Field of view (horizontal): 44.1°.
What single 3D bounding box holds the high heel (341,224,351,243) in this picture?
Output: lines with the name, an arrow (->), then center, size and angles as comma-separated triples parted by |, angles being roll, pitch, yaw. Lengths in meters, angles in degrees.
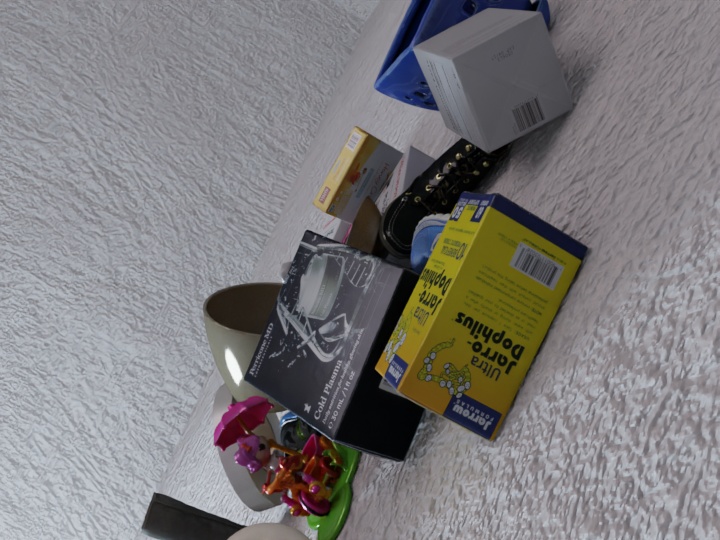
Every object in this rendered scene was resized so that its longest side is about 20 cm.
high heel -> -0.001, -0.052, 1.590 | 0.203, 0.066, 0.096 | -61, -6, -22

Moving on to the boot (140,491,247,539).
boot -> -0.223, 0.395, 1.300 | 0.074, 0.197, 0.182 | -62, 12, -4

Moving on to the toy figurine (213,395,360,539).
toy figurine -> -0.109, 0.248, 1.169 | 0.152, 0.181, 0.201 | -58, 14, 19

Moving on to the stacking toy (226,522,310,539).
stacking toy -> -0.104, 0.372, 1.088 | 0.149, 0.144, 0.200 | -63, -3, -6

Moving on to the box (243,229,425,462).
box -> -0.009, 0.083, 1.041 | 0.195, 0.123, 0.204 | 21, 87, 51

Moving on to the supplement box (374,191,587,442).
supplement box -> 0.112, 0.039, 0.856 | 0.203, 0.108, 0.109 | -63, 12, 0

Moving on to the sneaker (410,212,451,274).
sneaker -> 0.106, -0.020, 1.081 | 0.091, 0.078, 0.200 | -64, 12, -21

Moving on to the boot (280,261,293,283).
boot -> -0.068, 0.037, 1.453 | 0.201, 0.093, 0.075 | 68, -150, -59

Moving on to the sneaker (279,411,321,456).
sneaker -> -0.068, 0.239, 1.331 | 0.199, 0.069, 0.085 | 137, 138, -54

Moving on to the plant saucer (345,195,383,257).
plant saucer -> 0.000, 0.000, 1.240 | 0.200, 0.035, 0.205 | 16, -91, -84

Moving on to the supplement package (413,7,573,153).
supplement package -> 0.159, -0.241, 1.100 | 0.119, 0.122, 0.200 | -27, 20, 0

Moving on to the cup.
cup -> -0.133, 0.121, 1.305 | 0.201, 0.195, 0.147 | -99, 12, -70

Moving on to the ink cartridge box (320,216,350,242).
ink cartridge box -> -0.049, -0.009, 1.701 | 0.204, 0.083, 0.146 | -68, 14, -21

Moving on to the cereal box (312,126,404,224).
cereal box -> 0.021, -0.142, 1.490 | 0.039, 0.198, 0.146 | 35, 100, 35

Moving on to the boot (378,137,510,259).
boot -> 0.113, -0.115, 1.191 | 0.204, 0.073, 0.154 | -48, 1, -41

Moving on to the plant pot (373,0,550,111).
plant pot -> 0.154, -0.332, 1.300 | 0.203, 0.177, 0.200 | -64, 12, -11

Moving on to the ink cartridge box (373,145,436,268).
ink cartridge box -> 0.055, -0.070, 1.388 | 0.201, 0.082, 0.148 | -55, 13, 35

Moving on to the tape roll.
tape roll -> -0.166, 0.267, 1.377 | 0.036, 0.206, 0.204 | -19, 26, 12
